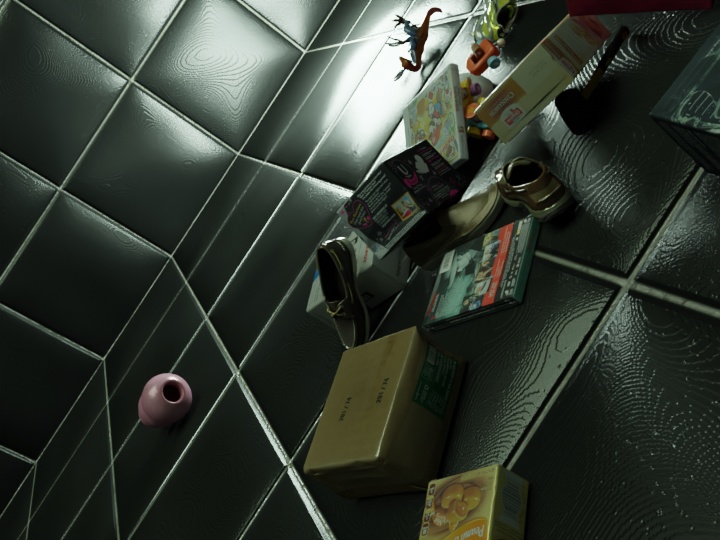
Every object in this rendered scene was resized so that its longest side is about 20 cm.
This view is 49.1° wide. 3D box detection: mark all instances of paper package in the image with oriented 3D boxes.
[{"bbox_3d":[0.034,0.202,1.097,0.190,0.103,0.200,-25,37,50],"label":"paper package"}]

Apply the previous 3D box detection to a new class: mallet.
[{"bbox_3d":[0.349,-0.299,1.177,0.041,0.066,0.200,6,64,52],"label":"mallet"}]

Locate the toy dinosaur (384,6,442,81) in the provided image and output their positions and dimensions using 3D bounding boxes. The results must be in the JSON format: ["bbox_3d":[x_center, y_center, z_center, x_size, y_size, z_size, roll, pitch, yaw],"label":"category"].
[{"bbox_3d":[0.133,-0.571,1.966,0.200,0.105,0.182,-36,48,15],"label":"toy dinosaur"}]

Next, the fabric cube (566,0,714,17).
[{"bbox_3d":[0.392,-0.495,1.088,0.199,0.200,0.197,8,61,31],"label":"fabric cube"}]

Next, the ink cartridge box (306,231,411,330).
[{"bbox_3d":[0.000,0.000,1.461,0.200,0.084,0.146,-37,30,40],"label":"ink cartridge box"}]

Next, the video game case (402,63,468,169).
[{"bbox_3d":[0.135,-0.256,1.465,0.200,0.023,0.183,148,120,-63],"label":"video game case"}]

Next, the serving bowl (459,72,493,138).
[{"bbox_3d":[0.171,-0.316,1.565,0.200,0.066,0.200,-44,25,27],"label":"serving bowl"}]

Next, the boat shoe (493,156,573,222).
[{"bbox_3d":[0.241,-0.134,1.146,0.076,0.072,0.200,-40,21,0],"label":"boat shoe"}]

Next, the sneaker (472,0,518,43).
[{"bbox_3d":[0.297,-0.544,1.622,0.076,0.075,0.201,-6,64,53],"label":"sneaker"}]

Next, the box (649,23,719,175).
[{"bbox_3d":[0.436,-0.184,0.778,0.200,0.124,0.197,-53,24,8],"label":"box"}]

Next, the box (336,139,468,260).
[{"bbox_3d":[0.072,-0.124,1.333,0.132,0.115,0.200,-44,-5,32],"label":"box"}]

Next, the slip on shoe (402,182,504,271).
[{"bbox_3d":[0.151,-0.078,1.289,0.200,0.061,0.076,-40,27,34],"label":"slip on shoe"}]

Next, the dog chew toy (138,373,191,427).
[{"bbox_3d":[-0.506,0.340,1.997,0.200,0.124,0.125,-42,26,49],"label":"dog chew toy"}]

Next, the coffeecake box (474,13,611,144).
[{"bbox_3d":[0.280,-0.302,1.205,0.154,0.073,0.200,-43,3,45],"label":"coffeecake box"}]

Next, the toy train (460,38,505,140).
[{"bbox_3d":[0.216,-0.330,1.415,0.150,0.056,0.200,-43,47,28],"label":"toy train"}]

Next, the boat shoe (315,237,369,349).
[{"bbox_3d":[-0.034,0.046,1.358,0.072,0.201,0.059,-2,10,40],"label":"boat shoe"}]

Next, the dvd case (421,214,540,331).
[{"bbox_3d":[0.177,0.007,1.175,0.200,0.022,0.146,-24,39,50],"label":"dvd case"}]

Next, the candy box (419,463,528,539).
[{"bbox_3d":[0.112,0.318,0.843,0.115,0.055,0.200,-32,32,45],"label":"candy box"}]
